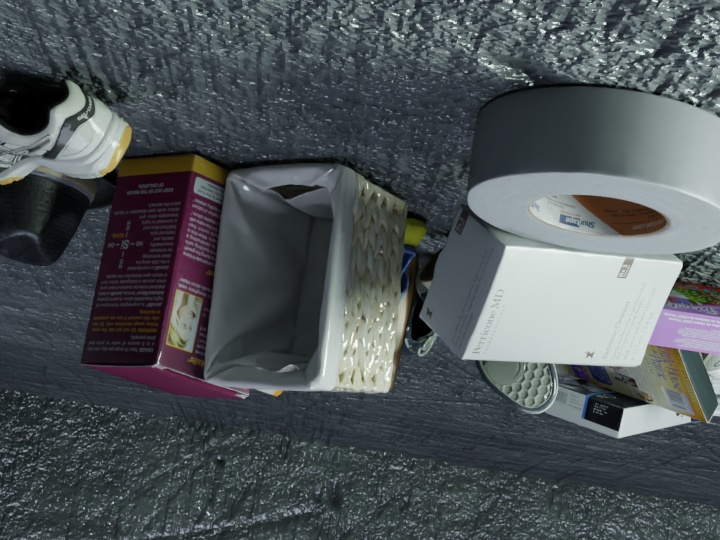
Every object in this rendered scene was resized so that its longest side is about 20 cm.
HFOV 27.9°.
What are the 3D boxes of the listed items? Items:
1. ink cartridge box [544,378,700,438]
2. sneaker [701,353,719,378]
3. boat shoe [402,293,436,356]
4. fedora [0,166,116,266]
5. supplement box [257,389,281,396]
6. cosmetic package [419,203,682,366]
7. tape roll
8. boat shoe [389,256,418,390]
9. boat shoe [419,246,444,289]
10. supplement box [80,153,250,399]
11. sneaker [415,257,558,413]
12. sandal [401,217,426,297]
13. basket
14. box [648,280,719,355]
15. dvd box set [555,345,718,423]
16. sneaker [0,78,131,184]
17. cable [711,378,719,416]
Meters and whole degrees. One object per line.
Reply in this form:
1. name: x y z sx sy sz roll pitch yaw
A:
1. ink cartridge box: 0.302 0.150 1.641 0.099 0.039 0.200 16 -170 37
2. sneaker: 0.320 0.078 1.606 0.200 0.074 0.087 0 157 40
3. boat shoe: 0.063 0.057 1.694 0.062 0.075 0.200 16 161 20
4. fedora: -0.331 -0.057 1.420 0.200 0.092 0.201 8 167 2
5. supplement box: -0.163 0.065 1.733 0.200 0.074 0.126 27 -157 -51
6. cosmetic package: 0.162 0.015 1.236 0.200 0.113 0.081 2 -152 -33
7. tape roll: 0.181 -0.070 1.081 0.200 0.066 0.200 9 167 2
8. boat shoe: 0.020 0.054 1.569 0.064 0.071 0.200 15 134 4
9. boat shoe: 0.139 0.007 1.382 0.069 0.074 0.200 46 158 -21
10. supplement box: -0.163 0.008 1.349 0.103 0.201 0.131 -1 162 37
11. sneaker: 0.153 0.078 1.540 0.202 0.077 0.146 52 -173 26
12. sandal: 0.000 0.000 1.459 0.079 0.087 0.200 11 169 -16
13. basket: -0.045 0.015 1.312 0.135 0.201 0.123 0 169 34
14. box: 0.274 0.036 1.406 0.199 0.039 0.137 9 -166 2
15. dvd box set: 0.273 0.084 1.542 0.200 0.029 0.146 18 153 39
16. sneaker: -0.284 -0.124 1.197 0.200 0.076 0.088 -3 147 33
17. cable: 0.417 0.125 1.732 0.199 0.069 0.200 12 167 -11
